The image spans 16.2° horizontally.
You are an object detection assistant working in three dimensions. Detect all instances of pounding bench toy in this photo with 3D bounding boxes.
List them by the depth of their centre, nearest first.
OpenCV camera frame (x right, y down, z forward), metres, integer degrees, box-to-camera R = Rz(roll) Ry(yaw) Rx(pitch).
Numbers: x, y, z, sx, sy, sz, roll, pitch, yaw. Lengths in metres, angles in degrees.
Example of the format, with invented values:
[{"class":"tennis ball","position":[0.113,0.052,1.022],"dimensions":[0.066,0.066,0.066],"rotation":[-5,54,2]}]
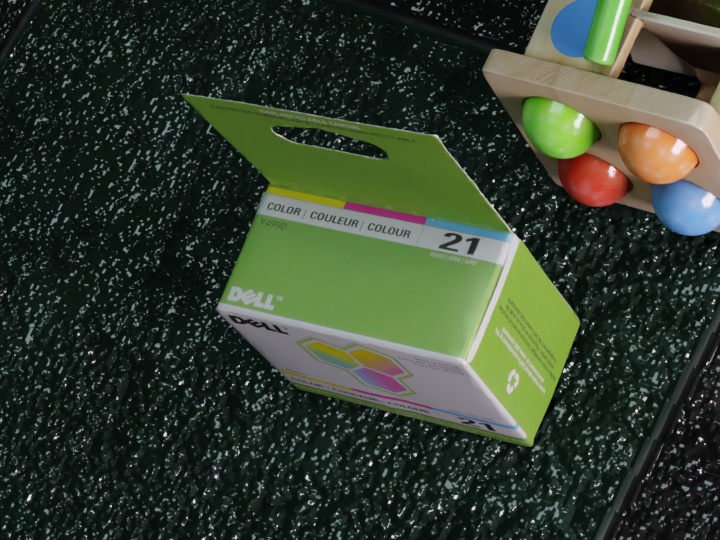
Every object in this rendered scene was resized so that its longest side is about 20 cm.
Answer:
[{"class":"pounding bench toy","position":[0.141,-0.123,1.219],"dimensions":[0.124,0.200,0.156],"rotation":[18,73,31]}]

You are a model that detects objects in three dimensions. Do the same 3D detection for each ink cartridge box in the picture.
[{"class":"ink cartridge box","position":[0.000,0.000,1.222],"dimensions":[0.147,0.200,0.076],"rotation":[12,71,30]}]
